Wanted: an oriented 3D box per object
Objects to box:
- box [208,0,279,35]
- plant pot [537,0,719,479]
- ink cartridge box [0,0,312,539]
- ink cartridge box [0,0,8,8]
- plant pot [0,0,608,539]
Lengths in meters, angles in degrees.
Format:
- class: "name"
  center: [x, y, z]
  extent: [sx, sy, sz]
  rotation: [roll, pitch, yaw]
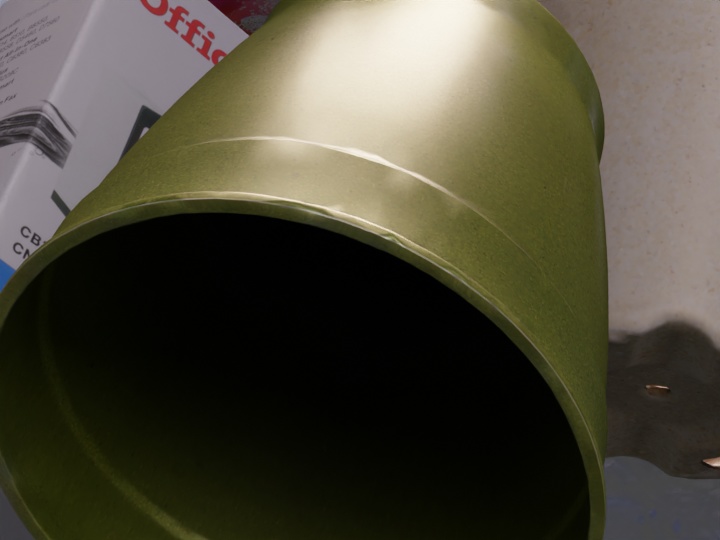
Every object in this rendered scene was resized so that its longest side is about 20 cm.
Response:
- class: "box"
  center: [-0.018, -0.161, 1.088]
  extent: [0.099, 0.200, 0.096]
  rotation: [18, 51, -37]
- class: "plant pot"
  center: [0.127, -0.028, 1.072]
  extent: [0.199, 0.201, 0.185]
  rotation: [14, 65, -4]
- class: "ink cartridge box"
  center: [-0.088, 0.002, 1.013]
  extent: [0.146, 0.084, 0.201]
  rotation: [39, 50, -25]
- class: "ink cartridge box"
  center: [-0.209, -0.100, 1.109]
  extent: [0.198, 0.047, 0.161]
  rotation: [10, 55, -10]
- class: "plant pot"
  center: [0.000, 0.000, 0.919]
  extent: [0.199, 0.201, 0.193]
  rotation: [21, 42, 1]
